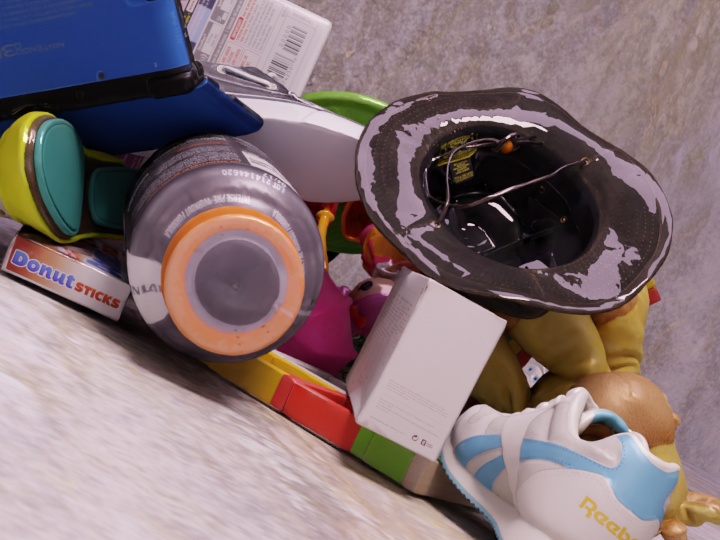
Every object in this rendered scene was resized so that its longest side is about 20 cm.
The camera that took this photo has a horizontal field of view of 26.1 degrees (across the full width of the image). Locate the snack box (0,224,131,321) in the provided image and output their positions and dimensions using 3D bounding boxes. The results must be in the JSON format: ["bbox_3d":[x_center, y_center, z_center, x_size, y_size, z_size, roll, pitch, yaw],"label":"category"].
[{"bbox_3d":[-0.175,-0.005,0.948,0.071,0.025,0.200,26,1,-10],"label":"snack box"}]

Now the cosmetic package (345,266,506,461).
[{"bbox_3d":[0.033,0.047,0.874,0.050,0.083,0.200,26,1,-3],"label":"cosmetic package"}]

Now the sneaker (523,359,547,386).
[{"bbox_3d":[0.127,0.109,1.409,0.198,0.087,0.075,26,2,13],"label":"sneaker"}]

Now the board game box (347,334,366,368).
[{"bbox_3d":[-0.025,0.037,1.155,0.198,0.024,0.105,20,17,-23],"label":"board game box"}]

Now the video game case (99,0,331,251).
[{"bbox_3d":[-0.139,-0.114,1.044,0.180,0.202,0.023,25,-9,-3],"label":"video game case"}]

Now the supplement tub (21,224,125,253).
[{"bbox_3d":[-0.151,-0.094,1.121,0.121,0.202,0.123,25,1,0],"label":"supplement tub"}]

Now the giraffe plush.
[{"bbox_3d":[0.144,0.106,0.981,0.202,0.171,0.162,63,-1,-20],"label":"giraffe plush"}]

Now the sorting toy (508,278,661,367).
[{"bbox_3d":[0.121,0.006,1.149,0.070,0.197,0.200,62,10,-19],"label":"sorting toy"}]

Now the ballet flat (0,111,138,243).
[{"bbox_3d":[-0.181,-0.047,0.905,0.066,0.068,0.200,1,-5,9],"label":"ballet flat"}]

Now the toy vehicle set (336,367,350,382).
[{"bbox_3d":[-0.001,0.079,1.211,0.198,0.027,0.124,27,1,-1],"label":"toy vehicle set"}]

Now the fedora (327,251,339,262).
[{"bbox_3d":[-0.109,-0.031,1.229,0.198,0.092,0.202,9,-41,7],"label":"fedora"}]

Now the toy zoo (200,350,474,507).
[{"bbox_3d":[-0.009,0.084,0.910,0.199,0.021,0.131,27,1,33],"label":"toy zoo"}]

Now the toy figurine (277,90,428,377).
[{"bbox_3d":[0.000,0.000,1.062,0.197,0.151,0.185,14,45,-3],"label":"toy figurine"}]

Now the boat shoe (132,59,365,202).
[{"bbox_3d":[-0.071,-0.100,1.004,0.197,0.068,0.072,11,-39,2],"label":"boat shoe"}]

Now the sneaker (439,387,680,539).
[{"bbox_3d":[0.098,0.101,0.772,0.076,0.081,0.200,37,0,-16],"label":"sneaker"}]

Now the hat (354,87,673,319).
[{"bbox_3d":[0.086,-0.024,0.955,0.198,0.082,0.202,6,44,-6],"label":"hat"}]

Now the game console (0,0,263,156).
[{"bbox_3d":[-0.177,-0.134,0.907,0.197,0.173,0.118,-7,19,16],"label":"game console"}]

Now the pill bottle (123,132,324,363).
[{"bbox_3d":[-0.077,-0.012,0.854,0.105,0.107,0.200,26,6,-13],"label":"pill bottle"}]
